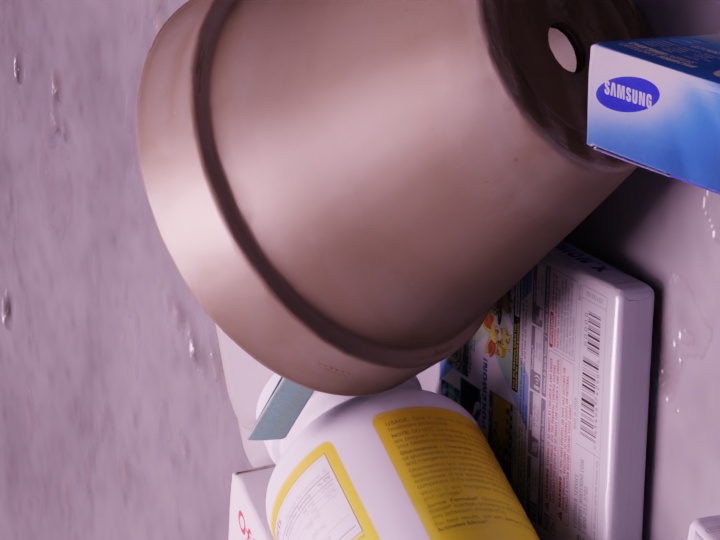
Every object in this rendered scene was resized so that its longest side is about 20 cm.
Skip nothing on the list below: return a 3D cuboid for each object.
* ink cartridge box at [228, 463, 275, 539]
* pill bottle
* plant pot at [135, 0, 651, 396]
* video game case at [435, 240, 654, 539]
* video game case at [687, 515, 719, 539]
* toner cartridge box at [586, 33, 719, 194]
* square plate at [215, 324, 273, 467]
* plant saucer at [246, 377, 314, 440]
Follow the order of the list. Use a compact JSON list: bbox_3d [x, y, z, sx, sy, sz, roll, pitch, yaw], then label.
[{"bbox_3d":[-0.012,0.213,1.545,0.145,0.083,0.200,-121,28,-46],"label":"ink cartridge box"},{"bbox_3d":[0.022,0.127,1.387,0.112,0.112,0.200,106,148,-40],"label":"pill bottle"},{"bbox_3d":[0.030,-0.065,1.297,0.173,0.200,0.200,-26,70,41],"label":"plant pot"},{"bbox_3d":[0.083,0.080,1.404,0.182,0.022,0.200,-148,55,-61],"label":"video game case"},{"bbox_3d":[0.173,0.232,1.233,0.182,0.023,0.200,-132,42,-53],"label":"video game case"},{"bbox_3d":[0.171,-0.051,1.084,0.200,0.095,0.043,-153,61,-62],"label":"toner cartridge box"},{"bbox_3d":[-0.046,0.005,1.667,0.198,0.028,0.200,143,118,-62],"label":"square plate"},{"bbox_3d":[0.000,0.000,1.411,0.070,0.019,0.200,-59,0,45],"label":"plant saucer"}]
